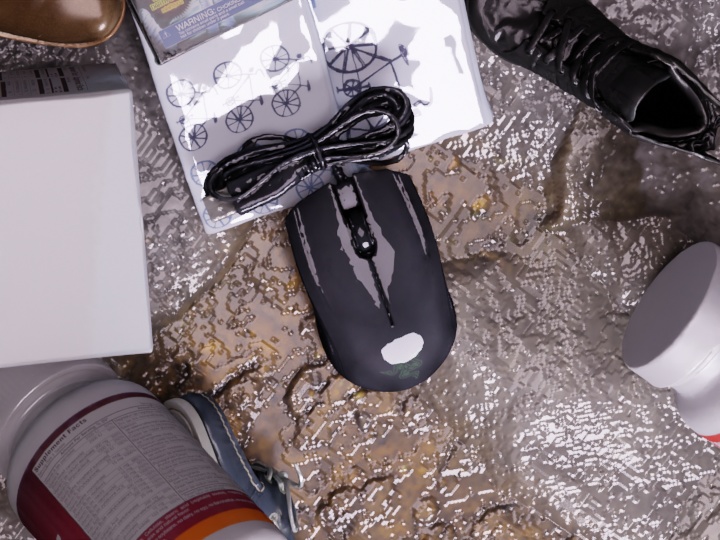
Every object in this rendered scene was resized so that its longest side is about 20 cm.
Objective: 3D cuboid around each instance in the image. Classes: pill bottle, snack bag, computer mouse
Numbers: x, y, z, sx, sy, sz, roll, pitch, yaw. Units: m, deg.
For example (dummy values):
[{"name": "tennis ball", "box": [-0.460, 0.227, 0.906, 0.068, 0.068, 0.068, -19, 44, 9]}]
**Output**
[{"name": "pill bottle", "box": [0.271, 0.074, 1.456, 0.200, 0.116, 0.116, 33, 95, -14]}, {"name": "pill bottle", "box": [-0.138, 0.134, 1.348, 0.109, 0.200, 0.110, -30, 143, -25]}, {"name": "snack bag", "box": [-0.023, -0.125, 1.371, 0.199, 0.021, 0.189, -18, 128, -4]}, {"name": "computer mouse", "box": [0.000, 0.000, 1.402, 0.138, 0.053, 0.200, -25, 118, -1]}]

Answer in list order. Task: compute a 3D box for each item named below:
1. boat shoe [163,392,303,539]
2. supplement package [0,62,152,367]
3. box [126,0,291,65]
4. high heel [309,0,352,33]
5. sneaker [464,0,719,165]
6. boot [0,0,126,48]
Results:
[{"name": "boat shoe", "box": [-0.065, 0.156, 1.431, 0.062, 0.075, 0.201, -29, 111, -20]}, {"name": "supplement package", "box": [-0.229, -0.031, 1.325, 0.199, 0.151, 0.152, -6, 102, -9]}, {"name": "box", "box": [-0.054, -0.219, 1.285, 0.200, 0.040, 0.137, -27, 96, -6]}, {"name": "high heel", "box": [0.006, -0.231, 1.364, 0.096, 0.067, 0.201, 14, 103, -23]}, {"name": "sneaker", "box": [0.157, -0.121, 1.398, 0.199, 0.104, 0.060, 30, 96, -15]}, {"name": "boot", "box": [-0.228, -0.181, 1.333, 0.199, 0.075, 0.074, 25, 95, -15]}]
